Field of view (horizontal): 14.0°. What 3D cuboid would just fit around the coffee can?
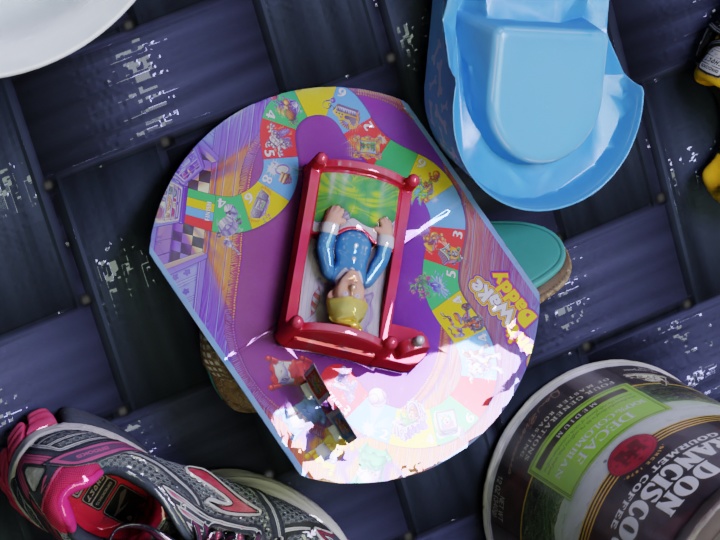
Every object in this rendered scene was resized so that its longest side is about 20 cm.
[{"bbox_3d":[0.169,0.141,1.494,0.146,0.200,0.147,-6,105,-22],"label":"coffee can"}]

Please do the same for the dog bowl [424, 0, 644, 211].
[{"bbox_3d":[0.087,-0.133,1.460,0.111,0.050,0.201,0,101,-28],"label":"dog bowl"}]

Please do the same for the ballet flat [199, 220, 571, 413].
[{"bbox_3d":[0.012,0.026,1.485,0.199,0.071,0.065,-12,136,-16],"label":"ballet flat"}]

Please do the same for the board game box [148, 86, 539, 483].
[{"bbox_3d":[0.000,0.000,1.424,0.158,0.039,0.200,-33,87,-20],"label":"board game box"}]

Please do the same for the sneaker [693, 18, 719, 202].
[{"bbox_3d":[0.218,-0.121,1.511,0.082,0.078,0.201,-6,107,-20],"label":"sneaker"}]

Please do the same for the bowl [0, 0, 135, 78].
[{"bbox_3d":[-0.183,-0.193,1.317,0.200,0.090,0.202,-7,108,-21],"label":"bowl"}]

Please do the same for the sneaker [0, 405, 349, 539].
[{"bbox_3d":[-0.087,0.136,1.460,0.199,0.075,0.081,22,96,-27],"label":"sneaker"}]
